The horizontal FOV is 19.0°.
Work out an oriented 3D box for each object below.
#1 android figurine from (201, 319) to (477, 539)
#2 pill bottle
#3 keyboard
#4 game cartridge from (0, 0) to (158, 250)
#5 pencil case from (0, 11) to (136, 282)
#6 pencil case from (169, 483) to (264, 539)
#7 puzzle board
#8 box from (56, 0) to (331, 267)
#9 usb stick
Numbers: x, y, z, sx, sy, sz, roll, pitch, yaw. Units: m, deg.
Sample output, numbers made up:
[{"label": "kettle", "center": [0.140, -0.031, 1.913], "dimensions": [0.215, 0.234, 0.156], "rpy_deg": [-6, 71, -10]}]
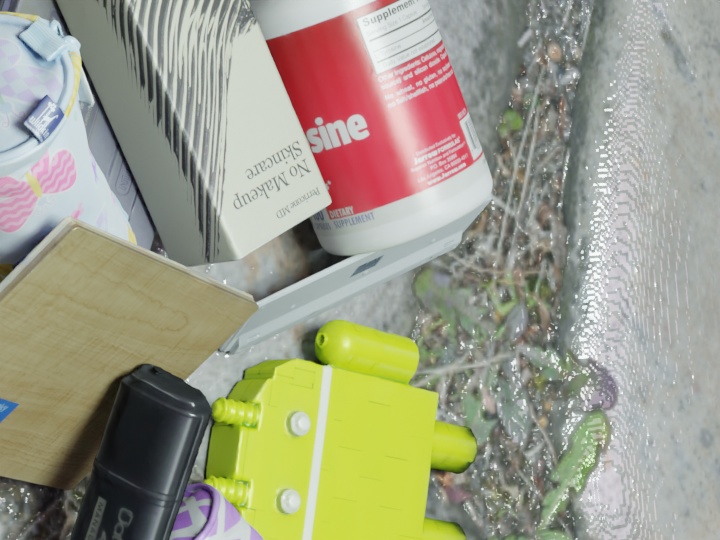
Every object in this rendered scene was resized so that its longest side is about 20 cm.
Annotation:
[{"label": "android figurine", "center": [-0.013, 0.122, 1.285], "dimensions": [0.200, 0.041, 0.183], "rpy_deg": [18, 75, -38]}, {"label": "pill bottle", "center": [-0.005, -0.119, 1.266], "dimensions": [0.112, 0.112, 0.201], "rpy_deg": [-30, 104, -36]}, {"label": "keyboard", "center": [0.000, 0.000, 1.298], "dimensions": [0.200, 0.056, 0.011], "rpy_deg": [-26, 68, -38]}, {"label": "game cartridge", "center": [-0.162, -0.074, 1.187], "dimensions": [0.129, 0.038, 0.201], "rpy_deg": [26, 71, -30]}, {"label": "pencil case", "center": [-0.162, -0.041, 1.048], "dimensions": [0.091, 0.083, 0.200], "rpy_deg": [-56, 161, -24]}, {"label": "pencil case", "center": [-0.059, 0.211, 1.211], "dimensions": [0.084, 0.085, 0.200], "rpy_deg": [-45, 114, -25]}, {"label": "puzzle board", "center": [-0.149, 0.046, 1.089], "dimensions": [0.151, 0.017, 0.200], "rpy_deg": [-43, 155, 9]}, {"label": "box", "center": [-0.097, -0.108, 1.179], "dimensions": [0.082, 0.068, 0.201], "rpy_deg": [-34, 107, -36]}, {"label": "usb stick", "center": [-0.129, 0.147, 1.134], "dimensions": [0.033, 0.055, 0.201], "rpy_deg": [-12, 123, -64]}]
